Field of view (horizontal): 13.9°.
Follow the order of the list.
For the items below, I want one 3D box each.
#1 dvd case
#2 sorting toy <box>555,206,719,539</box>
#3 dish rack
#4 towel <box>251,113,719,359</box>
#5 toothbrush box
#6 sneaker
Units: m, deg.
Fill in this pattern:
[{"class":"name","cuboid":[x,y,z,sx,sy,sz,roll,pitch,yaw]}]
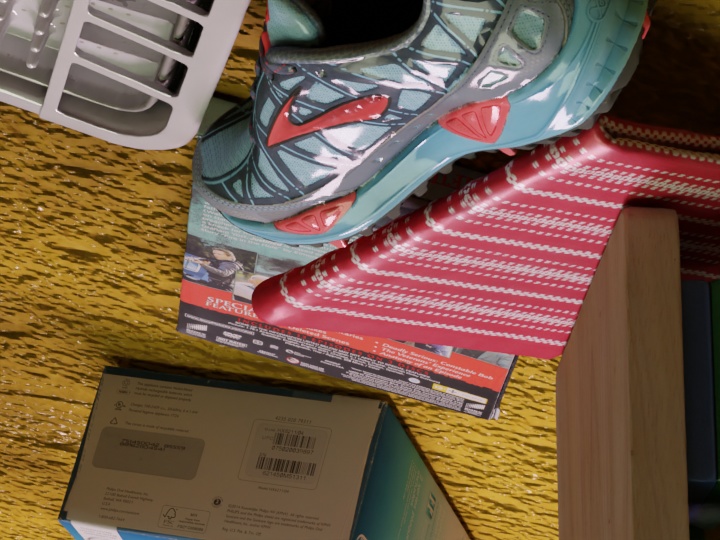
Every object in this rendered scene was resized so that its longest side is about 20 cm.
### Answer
[{"class":"dvd case","cuboid":[0.000,0.000,1.188,0.146,0.022,0.200,16,158,2]},{"class":"sorting toy","cuboid":[0.115,0.104,1.032,0.070,0.200,0.199,1,162,-3]},{"class":"dish rack","cuboid":[-0.135,-0.116,0.991,0.200,0.044,0.172,19,157,-5]},{"class":"towel","cuboid":[0.071,-0.010,1.038,0.145,0.022,0.200,7,158,-36]},{"class":"toothbrush box","cuboid":[-0.037,0.131,1.424,0.146,0.085,0.200,6,154,21]},{"class":"sneaker","cuboid":[0.000,-0.076,0.966,0.096,0.079,0.200,35,142,-27]}]
